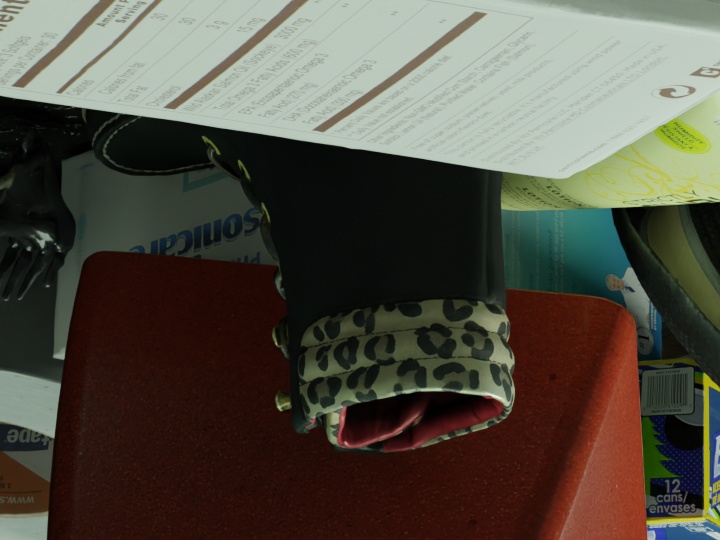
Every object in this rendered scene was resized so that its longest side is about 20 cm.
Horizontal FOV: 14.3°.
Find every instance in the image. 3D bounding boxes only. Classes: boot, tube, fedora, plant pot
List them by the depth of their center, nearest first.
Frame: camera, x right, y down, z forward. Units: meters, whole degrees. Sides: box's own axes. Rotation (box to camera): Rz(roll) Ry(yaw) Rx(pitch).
[{"bbox_3d":[0.094,-0.045,0.937,0.058,0.052,0.200,-18,-172,-24],"label":"tube"},{"bbox_3d":[-0.023,-0.016,0.943,0.073,0.154,0.203,15,158,-42],"label":"boot"},{"bbox_3d":[-0.011,0.131,1.004,0.199,0.177,0.200,5,138,13],"label":"plant pot"},{"bbox_3d":[0.182,-0.005,1.038,0.092,0.201,0.200,-45,142,23],"label":"fedora"}]

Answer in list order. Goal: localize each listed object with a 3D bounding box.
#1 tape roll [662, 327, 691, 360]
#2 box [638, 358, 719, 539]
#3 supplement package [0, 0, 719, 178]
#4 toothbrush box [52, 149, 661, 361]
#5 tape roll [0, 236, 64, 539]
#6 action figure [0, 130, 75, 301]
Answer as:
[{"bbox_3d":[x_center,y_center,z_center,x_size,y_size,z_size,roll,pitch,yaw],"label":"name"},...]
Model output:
[{"bbox_3d":[0.138,0.051,1.243,0.202,0.037,0.203,-18,-177,1],"label":"tape roll"},{"bbox_3d":[0.051,0.077,1.123,0.199,0.065,0.070,-4,164,24],"label":"box"},{"bbox_3d":[-0.010,-0.103,0.696,0.199,0.117,0.117,8,163,-23],"label":"supplement package"},{"bbox_3d":[0.000,0.000,1.128,0.200,0.086,0.146,12,161,-38],"label":"toothbrush box"},{"bbox_3d":[-0.158,0.055,1.210,0.200,0.066,0.200,4,151,2],"label":"tape roll"},{"bbox_3d":[-0.187,-0.026,1.020,0.119,0.102,0.200,5,170,30],"label":"action figure"}]
